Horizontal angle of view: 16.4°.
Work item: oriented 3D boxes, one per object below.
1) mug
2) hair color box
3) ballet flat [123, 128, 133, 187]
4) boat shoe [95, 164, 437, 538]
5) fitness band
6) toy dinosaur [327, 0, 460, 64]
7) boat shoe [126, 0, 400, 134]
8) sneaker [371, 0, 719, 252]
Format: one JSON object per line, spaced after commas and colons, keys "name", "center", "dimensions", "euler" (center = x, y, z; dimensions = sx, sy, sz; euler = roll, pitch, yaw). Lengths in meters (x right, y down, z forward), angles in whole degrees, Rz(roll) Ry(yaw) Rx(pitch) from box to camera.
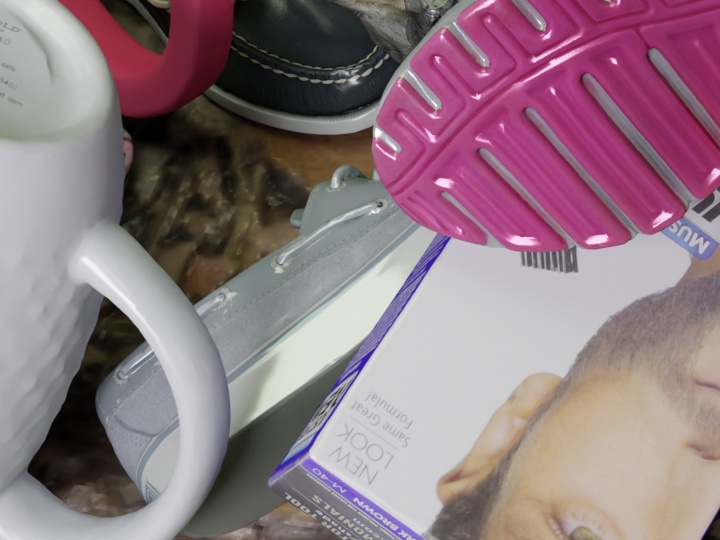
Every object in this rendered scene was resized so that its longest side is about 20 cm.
{"name": "mug", "center": [-0.127, 0.011, 0.745], "dimensions": [0.200, 0.176, 0.148], "euler": [36, 34, 5]}
{"name": "hair color box", "center": [0.074, 0.010, 0.736], "dimensions": [0.109, 0.065, 0.200], "euler": [35, 73, -3]}
{"name": "ballet flat", "center": [-0.179, -0.067, 0.920], "dimensions": [0.199, 0.071, 0.069], "euler": [12, 45, 25]}
{"name": "boat shoe", "center": [0.000, 0.001, 0.808], "dimensions": [0.201, 0.070, 0.072], "euler": [-37, 58, -10]}
{"name": "fitness band", "center": [-0.097, -0.149, 0.871], "dimensions": [0.037, 0.201, 0.143], "euler": [-32, 31, -34]}
{"name": "toy dinosaur", "center": [0.016, -0.094, 0.841], "dimensions": [0.200, 0.088, 0.048], "euler": [34, 79, 12]}
{"name": "boat shoe", "center": [-0.056, -0.118, 0.932], "dimensions": [0.076, 0.060, 0.200], "euler": [-43, 52, -19]}
{"name": "sneaker", "center": [0.092, -0.076, 0.687], "dimensions": [0.200, 0.082, 0.088], "euler": [-31, 16, 7]}
